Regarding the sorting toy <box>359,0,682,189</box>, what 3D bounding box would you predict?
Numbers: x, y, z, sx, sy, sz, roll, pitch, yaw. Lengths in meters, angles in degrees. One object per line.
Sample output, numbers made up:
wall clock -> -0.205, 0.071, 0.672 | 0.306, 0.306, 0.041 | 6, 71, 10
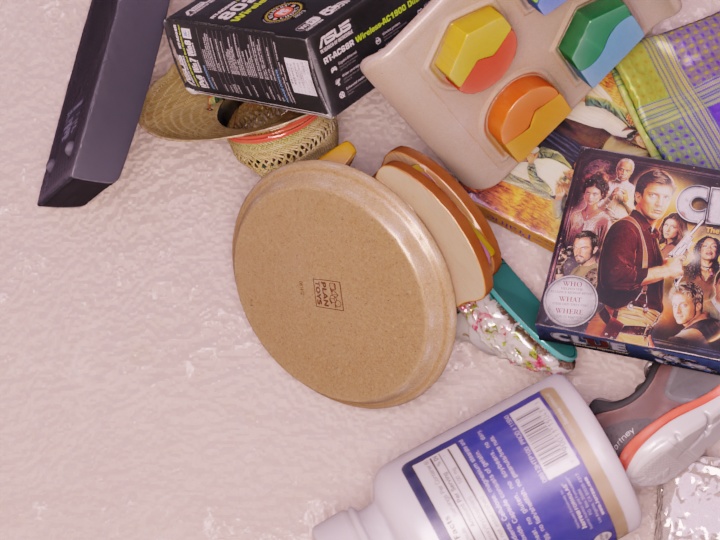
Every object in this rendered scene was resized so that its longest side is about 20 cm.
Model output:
sorting toy -> 0.116, -0.154, 1.189 | 0.200, 0.185, 0.036 | -42, 53, 4

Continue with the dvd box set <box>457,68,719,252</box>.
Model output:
dvd box set -> 0.187, -0.069, 1.283 | 0.200, 0.029, 0.146 | 28, 80, 10

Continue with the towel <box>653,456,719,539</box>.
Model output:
towel -> 0.261, 0.227, 1.212 | 0.132, 0.034, 0.200 | 7, 77, 8

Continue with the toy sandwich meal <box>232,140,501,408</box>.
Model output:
toy sandwich meal -> 0.000, 0.000, 1.231 | 0.205, 0.205, 0.070 | 42, 41, 11

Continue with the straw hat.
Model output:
straw hat -> -0.056, -0.107, 1.273 | 0.201, 0.201, 0.085 | -17, 119, 0

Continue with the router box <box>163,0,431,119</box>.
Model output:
router box -> -0.013, -0.186, 1.231 | 0.150, 0.062, 0.200 | 14, 42, 44

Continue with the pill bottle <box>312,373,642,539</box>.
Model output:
pill bottle -> 0.076, 0.166, 1.194 | 0.200, 0.120, 0.120 | -28, 77, -2

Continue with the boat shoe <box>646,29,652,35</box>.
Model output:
boat shoe -> 0.138, -0.240, 1.306 | 0.200, 0.072, 0.060 | 31, 84, 16

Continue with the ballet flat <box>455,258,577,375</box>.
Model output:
ballet flat -> 0.073, 0.009, 1.265 | 0.064, 0.076, 0.200 | -47, 72, 25

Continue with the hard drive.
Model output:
hard drive -> -0.181, -0.145, 1.279 | 0.042, 0.135, 0.200 | 17, 76, -18

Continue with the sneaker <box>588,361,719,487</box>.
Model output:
sneaker -> 0.242, 0.067, 1.221 | 0.200, 0.077, 0.082 | -28, 57, -20

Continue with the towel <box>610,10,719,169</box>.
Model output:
towel -> 0.291, -0.132, 1.273 | 0.200, 0.023, 0.144 | -20, 70, -10

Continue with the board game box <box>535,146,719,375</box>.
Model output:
board game box -> 0.230, -0.001, 1.190 | 0.200, 0.035, 0.136 | 11, 71, 15
